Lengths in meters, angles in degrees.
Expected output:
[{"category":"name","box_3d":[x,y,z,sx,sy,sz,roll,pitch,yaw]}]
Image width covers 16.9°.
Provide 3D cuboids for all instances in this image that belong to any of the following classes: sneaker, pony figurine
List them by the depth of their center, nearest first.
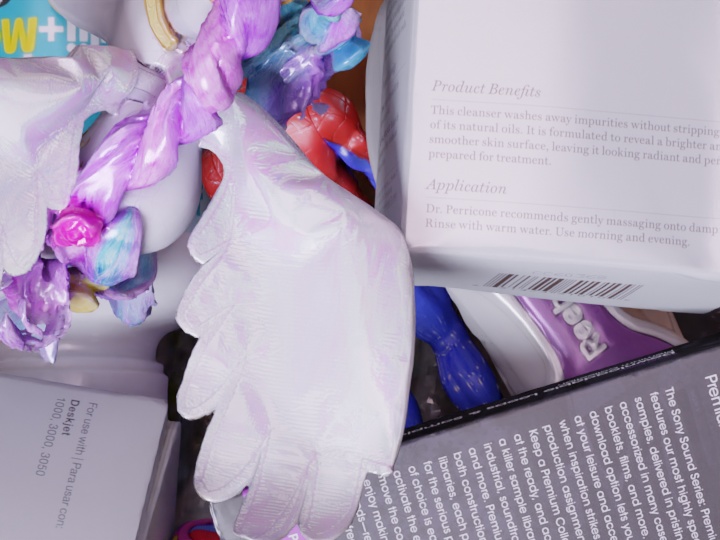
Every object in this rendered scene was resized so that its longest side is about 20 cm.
[{"category":"pony figurine","box_3d":[-0.064,-0.032,0.680,0.166,0.200,0.194,19,78,-15]},{"category":"sneaker","box_3d":[0.055,-0.001,0.800,0.075,0.100,0.201,-26,91,-5]}]

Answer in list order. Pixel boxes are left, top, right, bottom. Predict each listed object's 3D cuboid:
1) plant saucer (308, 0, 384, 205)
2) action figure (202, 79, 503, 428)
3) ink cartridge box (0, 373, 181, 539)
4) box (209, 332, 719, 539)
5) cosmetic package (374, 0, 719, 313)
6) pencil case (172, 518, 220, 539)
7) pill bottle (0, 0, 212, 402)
[{"category":"plant saucer","box_3d":[0.064,-0.080,0.820,0.199,0.038,0.201,2,120,3]},{"category":"action figure","box_3d":[0.000,0.000,0.823,0.065,0.052,0.200,-24,114,18]},{"category":"ink cartridge box","box_3d":[-0.165,0.101,0.794,0.199,0.145,0.085,8,48,1]},{"category":"box","box_3d":[0.070,0.106,0.740,0.199,0.036,0.144,-17,95,3]},{"category":"cosmetic package","box_3d":[0.065,-0.094,0.721,0.112,0.081,0.201,6,82,-5]},{"category":"pencil case","box_3d":[-0.029,0.177,0.809,0.088,0.088,0.201,5,95,1]},{"category":"pill bottle","box_3d":[-0.101,-0.046,0.833,0.110,0.111,0.201,-2,84,0]}]
